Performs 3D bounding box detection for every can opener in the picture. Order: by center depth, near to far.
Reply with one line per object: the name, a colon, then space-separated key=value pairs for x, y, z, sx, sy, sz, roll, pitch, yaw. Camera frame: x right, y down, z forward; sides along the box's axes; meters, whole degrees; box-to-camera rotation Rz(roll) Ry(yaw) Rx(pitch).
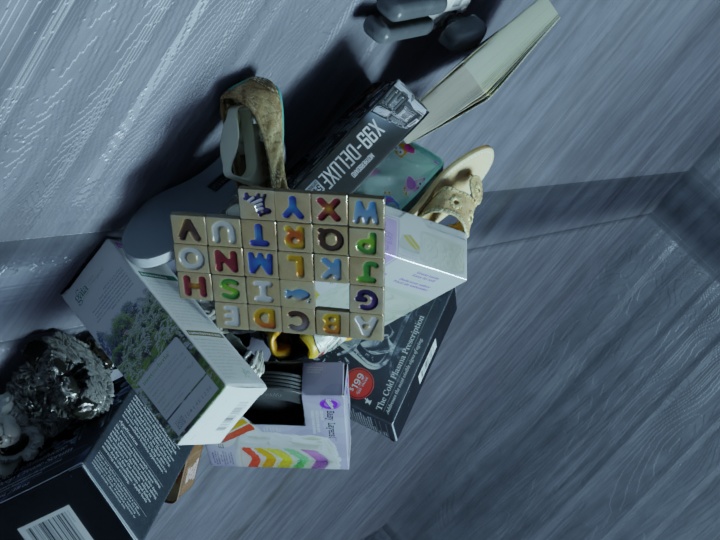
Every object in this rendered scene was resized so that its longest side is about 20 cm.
can opener: x=0.077 y=-0.258 z=1.331 sx=0.054 sy=0.067 sz=0.199 roll=-55 pitch=166 yaw=29

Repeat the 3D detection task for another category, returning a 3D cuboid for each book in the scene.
book: x=0.130 y=-0.228 z=1.448 sx=0.133 sy=0.048 sz=0.200 roll=-31 pitch=-168 yaw=46

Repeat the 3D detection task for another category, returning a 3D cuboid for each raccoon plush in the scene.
raccoon plush: x=-0.312 y=0.140 z=1.319 sx=0.134 sy=0.097 sz=0.199 roll=-41 pitch=165 yaw=16

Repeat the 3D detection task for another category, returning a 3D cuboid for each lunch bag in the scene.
lunch bag: x=0.005 y=-0.057 z=1.539 sx=0.200 sy=0.122 sz=0.171 roll=-49 pitch=164 yaw=-8

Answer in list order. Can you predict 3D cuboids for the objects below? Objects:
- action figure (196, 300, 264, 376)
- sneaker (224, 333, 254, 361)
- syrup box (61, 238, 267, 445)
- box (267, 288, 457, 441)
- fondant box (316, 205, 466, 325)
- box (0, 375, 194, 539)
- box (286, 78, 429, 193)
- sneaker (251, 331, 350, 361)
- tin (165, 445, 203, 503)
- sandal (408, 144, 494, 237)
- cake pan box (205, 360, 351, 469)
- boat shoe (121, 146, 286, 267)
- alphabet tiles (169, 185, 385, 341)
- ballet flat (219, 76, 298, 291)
action figure: x=-0.160 y=0.066 z=1.424 sx=0.101 sy=0.120 sz=0.200 roll=-5 pitch=-144 yaw=49
sneaker: x=-0.194 y=0.118 z=1.575 sx=0.198 sy=0.061 sz=0.104 roll=-23 pitch=136 yaw=34
syrup box: x=-0.189 y=0.067 z=1.233 sx=0.079 sy=0.200 sz=0.081 roll=-48 pitch=158 yaw=14
box: x=0.004 y=0.084 z=1.653 sx=0.104 sy=0.180 sz=0.202 roll=74 pitch=40 yaw=-70
fondant box: x=0.000 y=0.000 z=1.372 sx=0.143 sy=0.059 sz=0.199 roll=17 pitch=150 yaw=-29
box: x=-0.278 y=0.212 z=1.324 sx=0.147 sy=0.108 sz=0.200 roll=-27 pitch=-164 yaw=19
box: x=-0.027 y=-0.111 z=1.342 sx=0.200 sy=0.050 sz=0.158 roll=-47 pitch=-169 yaw=-2
sneaker: x=-0.094 y=0.062 z=1.534 sx=0.082 sy=0.079 sz=0.199 roll=-35 pitch=-159 yaw=-33
tin: x=-0.246 y=0.214 z=1.590 sx=0.042 sy=0.112 sz=0.201 roll=-33 pitch=160 yaw=-32
sandal: x=0.092 y=-0.053 z=1.457 sx=0.211 sy=0.070 sz=0.078 roll=-36 pitch=149 yaw=-16
cake pan box: x=-0.102 y=0.174 z=1.554 sx=0.181 sy=0.053 sz=0.201 roll=0 pitch=145 yaw=0
boat shoe: x=-0.149 y=-0.057 z=1.262 sx=0.199 sy=0.073 sz=0.069 roll=-46 pitch=151 yaw=-30
alphabet tiles: x=-0.075 y=-0.006 z=1.184 sx=0.008 sy=0.196 sz=0.169 roll=-79 pitch=171 yaw=-50
ballet flat: x=-0.100 y=-0.077 z=1.197 sx=0.070 sy=0.204 sz=0.065 roll=-6 pitch=-176 yaw=45
